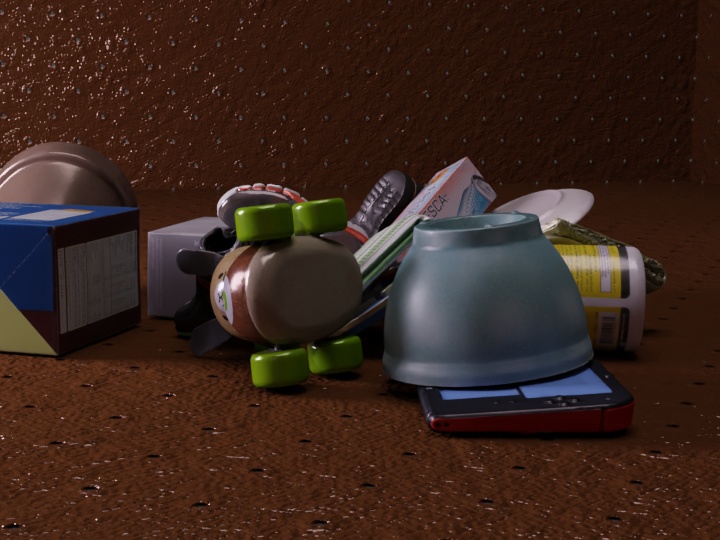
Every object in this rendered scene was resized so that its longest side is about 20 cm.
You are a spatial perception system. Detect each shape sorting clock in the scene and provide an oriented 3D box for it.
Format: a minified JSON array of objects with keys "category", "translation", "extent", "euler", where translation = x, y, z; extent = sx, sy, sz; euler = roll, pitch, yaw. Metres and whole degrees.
[{"category":"shape sorting clock","translation":[0.032,0.014,1.451],"extent":[0.199,0.040,0.200],"euler":[-32,5,3]}]

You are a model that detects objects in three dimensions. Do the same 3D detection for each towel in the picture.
[{"category":"towel","translation":[0.242,0.003,1.531],"extent":[0.198,0.037,0.148],"euler":[21,-34,-35]},{"category":"towel","translation":[0.000,0.000,1.468],"extent":[0.153,0.023,0.200],"euler":[-45,5,-15]}]

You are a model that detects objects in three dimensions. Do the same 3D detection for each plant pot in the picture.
[{"category":"plant pot","translation":[-0.388,-0.040,1.681],"extent":[0.197,0.203,0.175],"euler":[1,25,-3]},{"category":"plant pot","translation":[0.112,0.018,1.236],"extent":[0.197,0.136,0.200],"euler":[-6,8,1]}]

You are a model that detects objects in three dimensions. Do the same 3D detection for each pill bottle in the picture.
[{"category":"pill bottle","translation":[0.201,0.028,1.428],"extent":[0.197,0.114,0.112],"euler":[2,8,4]}]

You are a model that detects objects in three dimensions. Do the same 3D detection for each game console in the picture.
[{"category":"game console","translation":[0.139,0.106,1.167],"extent":[0.174,0.032,0.200],"euler":[1,7,-2]}]

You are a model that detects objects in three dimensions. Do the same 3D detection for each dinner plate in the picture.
[{"category":"dinner plate","translation":[0.191,-0.058,1.628],"extent":[0.198,0.024,0.200],"euler":[-25,14,6]}]

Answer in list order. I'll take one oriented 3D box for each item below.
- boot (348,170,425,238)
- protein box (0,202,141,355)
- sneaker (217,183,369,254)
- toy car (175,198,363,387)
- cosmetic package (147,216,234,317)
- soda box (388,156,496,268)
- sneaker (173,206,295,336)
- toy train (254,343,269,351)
[{"category":"boot","translation":[0.038,-0.024,1.749],"extent":[0.138,0.200,0.078],"euler":[25,28,-41]},{"category":"protein box","translation":[-0.371,0.002,1.459],"extent":[0.196,0.137,0.200],"euler":[3,8,16]},{"category":"sneaker","translation":[-0.082,-0.039,1.603],"extent":[0.198,0.078,0.082],"euler":[18,42,-5]},{"category":"toy car","translation":[-0.112,0.024,1.304],"extent":[0.198,0.167,0.157],"euler":[-5,2,39]},{"category":"cosmetic package","translation":[-0.192,-0.006,1.656],"extent":[0.089,0.108,0.200],"euler":[4,7,16]},{"category":"soda box","translation":[0.085,-0.051,1.639],"extent":[0.063,0.069,0.200],"euler":[-24,20,52]},{"category":"sneaker","translation":[-0.146,-0.001,1.433],"extent":[0.200,0.084,0.077],"euler":[-44,7,35]},{"category":"toy train","translation":[-0.084,0.036,1.461],"extent":[0.041,0.057,0.200],"euler":[1,18,8]}]
